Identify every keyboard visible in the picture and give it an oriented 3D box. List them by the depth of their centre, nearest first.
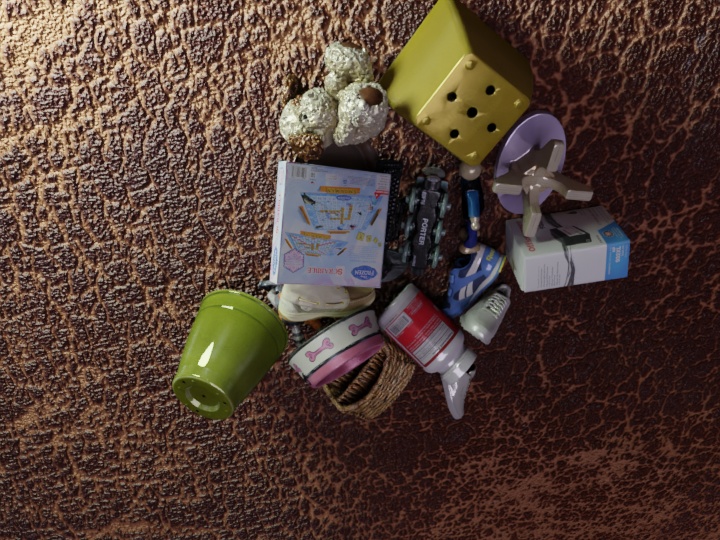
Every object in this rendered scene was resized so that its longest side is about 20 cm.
[{"bbox_3d":[0.055,-0.104,1.244,0.103,0.039,0.203,-13,120,-49],"label":"keyboard"}]

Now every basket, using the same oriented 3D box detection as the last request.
[{"bbox_3d":[0.005,0.210,1.424,0.148,0.143,0.201,28,117,-22],"label":"basket"}]

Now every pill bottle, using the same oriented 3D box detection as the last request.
[{"bbox_3d":[0.137,0.133,1.359,0.200,0.112,0.112,44,114,2],"label":"pill bottle"}]

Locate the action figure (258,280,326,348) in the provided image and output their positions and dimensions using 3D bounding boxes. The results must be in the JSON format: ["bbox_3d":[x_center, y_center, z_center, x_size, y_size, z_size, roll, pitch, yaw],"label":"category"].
[{"bbox_3d":[-0.106,0.083,1.354,0.197,0.106,0.195,-2,138,6],"label":"action figure"}]

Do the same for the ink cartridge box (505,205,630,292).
[{"bbox_3d":[0.392,-0.044,1.287,0.197,0.146,0.085,-9,124,1],"label":"ink cartridge box"}]

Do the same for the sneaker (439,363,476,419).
[{"bbox_3d":[0.228,0.257,1.515,0.083,0.073,0.202,-12,122,6],"label":"sneaker"}]

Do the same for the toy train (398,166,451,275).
[{"bbox_3d":[0.121,-0.094,1.251,0.084,0.114,0.202,9,121,5],"label":"toy train"}]

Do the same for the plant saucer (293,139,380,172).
[{"bbox_3d":[-0.046,-0.157,1.192,0.198,0.032,0.203,-8,104,-35],"label":"plant saucer"}]

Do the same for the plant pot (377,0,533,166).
[{"bbox_3d":[0.165,-0.288,1.088,0.199,0.177,0.200,30,117,-23],"label":"plant pot"}]

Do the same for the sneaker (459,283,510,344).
[{"bbox_3d":[0.257,0.081,1.340,0.076,0.200,0.081,39,114,3],"label":"sneaker"}]

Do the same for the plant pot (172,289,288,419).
[{"bbox_3d":[-0.267,0.178,1.313,0.198,0.194,0.202,12,135,12],"label":"plant pot"}]

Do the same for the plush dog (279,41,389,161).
[{"bbox_3d":[-0.050,-0.253,1.091,0.169,0.202,0.161,-14,142,-4],"label":"plush dog"}]

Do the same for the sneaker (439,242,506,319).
[{"bbox_3d":[0.211,0.020,1.360,0.082,0.074,0.201,34,124,-3],"label":"sneaker"}]

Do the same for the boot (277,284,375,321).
[{"bbox_3d":[-0.054,0.009,1.242,0.198,0.072,0.156,-9,128,-24],"label":"boot"}]

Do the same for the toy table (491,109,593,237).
[{"bbox_3d":[0.317,-0.172,1.214,0.181,0.118,0.202,-5,125,-1],"label":"toy table"}]

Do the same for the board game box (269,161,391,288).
[{"bbox_3d":[-0.050,-0.075,1.143,0.198,0.041,0.203,3,95,-27],"label":"board game box"}]

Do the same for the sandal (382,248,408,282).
[{"bbox_3d":[-0.001,0.001,1.342,0.197,0.048,0.076,-3,124,-2],"label":"sandal"}]

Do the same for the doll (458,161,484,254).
[{"bbox_3d":[0.205,-0.122,1.231,0.048,0.138,0.201,0,137,7],"label":"doll"}]

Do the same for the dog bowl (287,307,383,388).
[{"bbox_3d":[-0.041,0.157,1.310,0.199,0.200,0.074,-36,78,18],"label":"dog bowl"}]
